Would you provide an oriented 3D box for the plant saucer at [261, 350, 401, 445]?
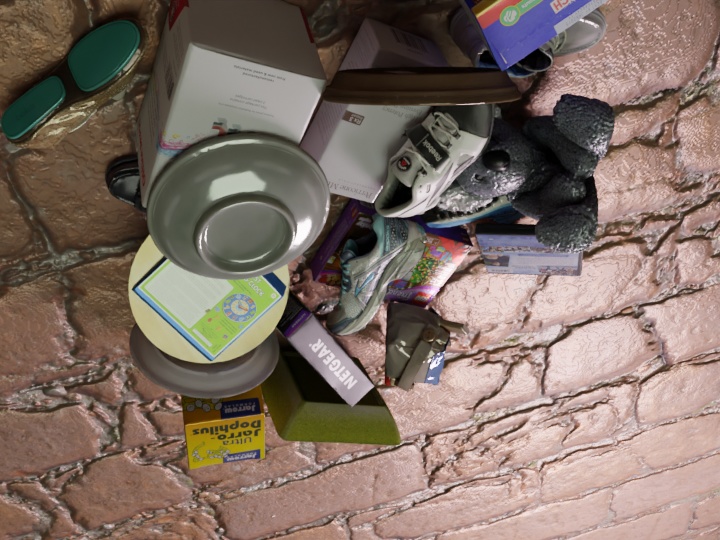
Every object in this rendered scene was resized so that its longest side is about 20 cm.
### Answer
[{"bbox_3d":[-0.049,0.183,1.246,0.197,0.200,0.049,8,113,-25],"label":"plant saucer"}]

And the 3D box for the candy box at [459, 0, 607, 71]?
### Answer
[{"bbox_3d":[0.163,-0.315,0.786,0.168,0.202,0.077,-31,136,15],"label":"candy box"}]

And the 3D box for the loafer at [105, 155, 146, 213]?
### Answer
[{"bbox_3d":[-0.208,-0.090,0.995,0.197,0.064,0.072,7,131,-25],"label":"loafer"}]

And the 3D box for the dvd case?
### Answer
[{"bbox_3d":[0.240,-0.027,1.145,0.140,0.018,0.200,2,165,14],"label":"dvd case"}]

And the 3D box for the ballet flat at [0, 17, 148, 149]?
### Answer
[{"bbox_3d":[-0.293,-0.195,0.872,0.198,0.071,0.065,-29,164,15],"label":"ballet flat"}]

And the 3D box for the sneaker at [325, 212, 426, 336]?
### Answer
[{"bbox_3d":[0.000,0.000,1.105,0.085,0.078,0.201,26,116,-23],"label":"sneaker"}]

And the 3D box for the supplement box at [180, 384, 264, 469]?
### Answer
[{"bbox_3d":[-0.199,0.158,1.152,0.107,0.202,0.111,-6,137,-12],"label":"supplement box"}]

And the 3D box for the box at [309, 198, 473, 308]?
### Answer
[{"bbox_3d":[0.045,-0.022,1.167,0.197,0.039,0.137,14,130,-29],"label":"box"}]

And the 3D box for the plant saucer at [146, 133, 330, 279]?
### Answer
[{"bbox_3d":[-0.124,-0.049,0.862,0.196,0.051,0.202,-10,138,-9],"label":"plant saucer"}]

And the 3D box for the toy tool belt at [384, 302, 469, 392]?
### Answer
[{"bbox_3d":[0.098,0.127,1.249,0.120,0.127,0.201,2,150,1],"label":"toy tool belt"}]

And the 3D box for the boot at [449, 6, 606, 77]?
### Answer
[{"bbox_3d":[0.204,-0.257,0.936,0.196,0.096,0.074,-5,137,-13],"label":"boot"}]

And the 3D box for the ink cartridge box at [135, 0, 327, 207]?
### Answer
[{"bbox_3d":[-0.146,-0.175,0.869,0.142,0.147,0.201,9,132,-27],"label":"ink cartridge box"}]

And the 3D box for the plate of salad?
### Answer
[{"bbox_3d":[-0.207,0.104,1.093,0.196,0.201,0.049,1,127,-19],"label":"plate of salad"}]

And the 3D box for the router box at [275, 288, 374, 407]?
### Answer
[{"bbox_3d":[-0.075,0.091,1.158,0.051,0.149,0.201,-42,136,-6],"label":"router box"}]

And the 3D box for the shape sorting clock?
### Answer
[{"bbox_3d":[-0.185,0.019,1.008,0.196,0.039,0.204,-5,112,-12],"label":"shape sorting clock"}]

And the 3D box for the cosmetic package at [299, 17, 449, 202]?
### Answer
[{"bbox_3d":[0.011,-0.183,0.967,0.100,0.075,0.201,11,129,-27],"label":"cosmetic package"}]

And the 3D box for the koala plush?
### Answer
[{"bbox_3d":[0.191,-0.131,1.002,0.196,0.184,0.181,8,104,8],"label":"koala plush"}]

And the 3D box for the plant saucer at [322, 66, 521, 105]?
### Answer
[{"bbox_3d":[0.060,-0.183,0.806,0.196,0.200,0.030,-5,107,-14],"label":"plant saucer"}]

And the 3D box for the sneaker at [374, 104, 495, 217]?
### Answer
[{"bbox_3d":[0.081,-0.131,0.941,0.088,0.074,0.201,-23,151,-47],"label":"sneaker"}]

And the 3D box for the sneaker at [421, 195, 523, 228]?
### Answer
[{"bbox_3d":[0.180,-0.087,1.119,0.196,0.079,0.091,-14,141,-4],"label":"sneaker"}]
